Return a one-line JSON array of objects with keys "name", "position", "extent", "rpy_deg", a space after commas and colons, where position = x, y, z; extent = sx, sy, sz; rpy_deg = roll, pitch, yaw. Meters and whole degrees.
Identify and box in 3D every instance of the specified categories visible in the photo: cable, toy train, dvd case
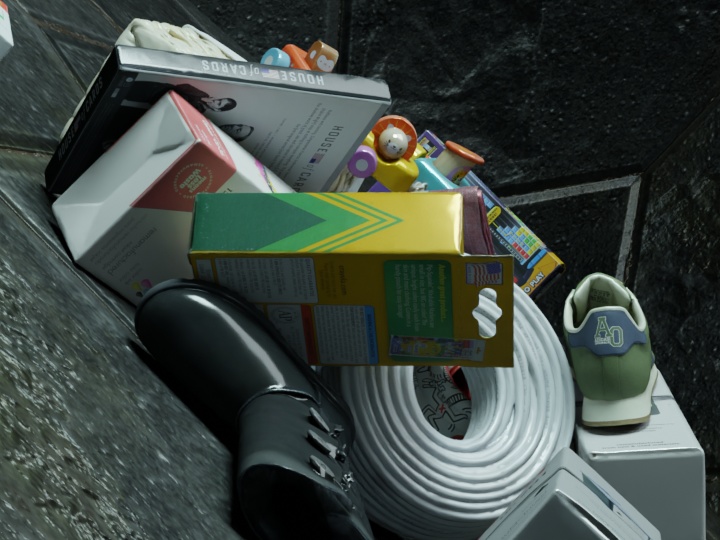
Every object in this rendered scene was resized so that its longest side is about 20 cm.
[{"name": "cable", "position": [0.054, 0.086, 1.461], "extent": [0.069, 0.200, 0.201], "rpy_deg": [-26, -82, 53]}, {"name": "toy train", "position": [0.021, -0.111, 1.638], "extent": [0.199, 0.056, 0.151], "rpy_deg": [29, 21, -37]}, {"name": "dvd case", "position": [-0.098, -0.091, 1.457], "extent": [0.199, 0.150, 0.025], "rpy_deg": [5, 57, -27]}]

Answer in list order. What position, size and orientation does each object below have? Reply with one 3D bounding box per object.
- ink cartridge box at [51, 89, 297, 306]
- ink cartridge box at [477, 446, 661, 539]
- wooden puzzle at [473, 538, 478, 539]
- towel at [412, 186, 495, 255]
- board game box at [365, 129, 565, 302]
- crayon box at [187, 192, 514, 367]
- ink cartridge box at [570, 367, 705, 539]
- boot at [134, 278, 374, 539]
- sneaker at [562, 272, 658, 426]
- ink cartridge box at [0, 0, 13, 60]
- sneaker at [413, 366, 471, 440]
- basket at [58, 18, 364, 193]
[{"name": "ink cartridge box", "position": [-0.095, -0.015, 1.431], "extent": [0.200, 0.116, 0.068], "rpy_deg": [38, 13, -42]}, {"name": "ink cartridge box", "position": [0.094, 0.188, 1.192], "extent": [0.086, 0.147, 0.200], "rpy_deg": [42, 6, 2]}, {"name": "wooden puzzle", "position": [0.130, 0.245, 1.543], "extent": [0.185, 0.046, 0.200], "rpy_deg": [43, 10, -14]}, {"name": "towel", "position": [0.000, 0.000, 1.547], "extent": [0.145, 0.198, 0.023], "rpy_deg": [73, 15, -48]}, {"name": "board game box", "position": [0.048, 0.010, 1.816], "extent": [0.165, 0.200, 0.057], "rpy_deg": [45, 4, 11]}, {"name": "crayon box", "position": [-0.002, 0.007, 1.346], "extent": [0.126, 0.198, 0.052], "rpy_deg": [85, 8, -54]}, {"name": "ink cartridge box", "position": [0.193, 0.167, 1.539], "extent": [0.200, 0.083, 0.147], "rpy_deg": [-94, 180, -77]}, {"name": "boot", "position": [-0.064, 0.092, 1.236], "extent": [0.164, 0.066, 0.200], "rpy_deg": [35, 16, -13]}, {"name": "sneaker", "position": [0.180, 0.043, 1.544], "extent": [0.200, 0.066, 0.091], "rpy_deg": [-73, 157, -76]}, {"name": "ink cartridge box", "position": [-0.316, -0.208, 1.588], "extent": [0.109, 0.050, 0.200], "rpy_deg": [42, 7, -21]}, {"name": "sneaker", "position": [0.027, 0.087, 1.602], "extent": [0.067, 0.108, 0.202], "rpy_deg": [39, 8, -38]}, {"name": "basket", "position": [-0.117, -0.090, 1.643], "extent": [0.200, 0.136, 0.123], "rpy_deg": [37, 11, 20]}]
